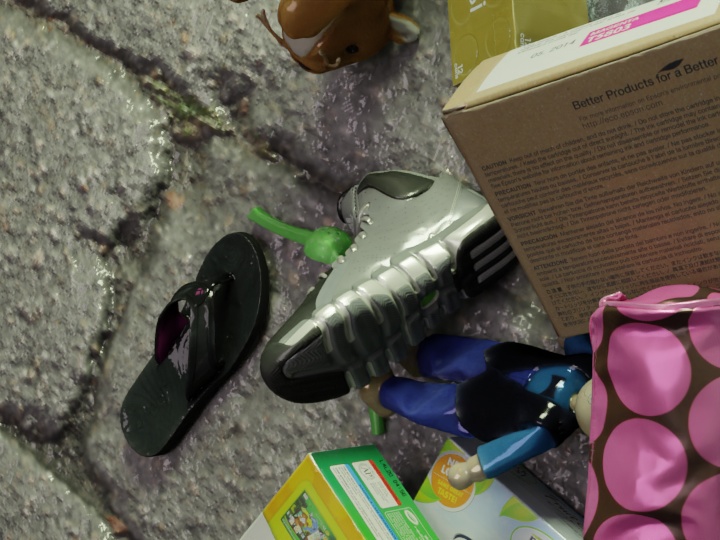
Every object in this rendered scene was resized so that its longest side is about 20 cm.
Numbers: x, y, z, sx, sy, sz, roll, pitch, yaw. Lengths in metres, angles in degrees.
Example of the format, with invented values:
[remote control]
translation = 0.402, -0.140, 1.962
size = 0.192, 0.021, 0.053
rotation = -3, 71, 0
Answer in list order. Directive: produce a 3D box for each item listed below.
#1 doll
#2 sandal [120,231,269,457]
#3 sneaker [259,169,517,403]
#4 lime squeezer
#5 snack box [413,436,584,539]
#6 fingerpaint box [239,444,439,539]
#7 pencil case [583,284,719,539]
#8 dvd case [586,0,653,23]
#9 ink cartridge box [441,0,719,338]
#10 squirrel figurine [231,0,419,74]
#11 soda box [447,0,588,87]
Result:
[doll]
translation = 0.089, 0.080, 0.890
size = 0.198, 0.137, 0.049
rotation = 5, 136, 45
[sandal]
translation = -0.131, 0.061, 1.088
size = 0.075, 0.048, 0.202
rotation = 43, 112, 30
[sneaker]
translation = 0.000, 0.000, 0.942
size = 0.115, 0.199, 0.076
rotation = 43, 157, 40
[lime squeezer]
translation = -0.022, 0.017, 1.016
size = 0.071, 0.038, 0.201
rotation = -43, 65, 27
[snack box]
translation = 0.104, 0.220, 0.903
size = 0.199, 0.053, 0.143
rotation = 38, 109, 32
[fingerpaint box]
translation = -0.003, 0.243, 0.907
size = 0.167, 0.073, 0.201
rotation = -52, 59, 27
[pencil case]
translation = 0.162, 0.108, 0.778
size = 0.093, 0.090, 0.203
rotation = 5, 94, 30
[dvd case]
translation = 0.186, -0.149, 0.881
size = 0.144, 0.022, 0.203
rotation = 4, 92, 37
[ink cartridge box]
translation = 0.171, -0.062, 0.804
size = 0.198, 0.075, 0.166
rotation = -14, 115, 37
[squirrel figurine]
translation = -0.007, -0.232, 0.951
size = 0.140, 0.187, 0.201
rotation = 21, 67, 29
[soda box]
translation = 0.096, -0.217, 0.907
size = 0.067, 0.063, 0.203
rotation = -18, 73, 55
